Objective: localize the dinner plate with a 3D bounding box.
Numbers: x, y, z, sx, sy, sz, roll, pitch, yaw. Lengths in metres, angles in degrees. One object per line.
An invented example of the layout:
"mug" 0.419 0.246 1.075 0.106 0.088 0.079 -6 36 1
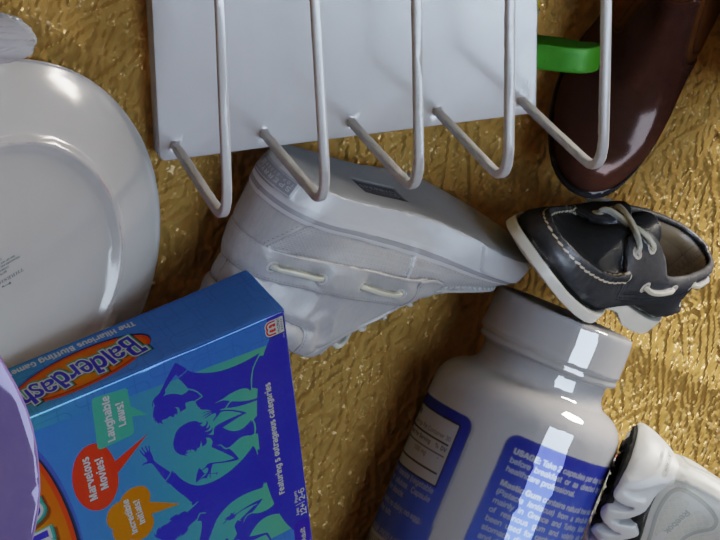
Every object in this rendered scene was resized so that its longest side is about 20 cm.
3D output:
"dinner plate" -0.173 -0.001 1.208 0.199 0.024 0.202 -16 116 -36

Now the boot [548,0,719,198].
"boot" 0.168 -0.138 1.330 0.068 0.200 0.189 35 80 1

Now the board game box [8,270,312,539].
"board game box" -0.125 0.105 1.246 0.199 0.045 0.153 -23 129 -21

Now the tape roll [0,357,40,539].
"tape roll" -0.243 0.085 1.094 0.198 0.085 0.202 -4 106 -16

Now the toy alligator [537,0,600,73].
"toy alligator" 0.027 -0.117 1.312 0.198 0.054 0.060 -2 110 -19

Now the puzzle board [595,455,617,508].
"puzzle board" 0.096 0.192 1.525 0.150 0.017 0.201 31 87 -44

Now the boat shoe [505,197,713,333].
"boat shoe" 0.143 -0.009 1.407 0.060 0.074 0.200 -37 156 17

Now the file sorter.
"file sorter" 0.008 -0.112 1.204 0.198 0.125 0.140 -8 115 -14

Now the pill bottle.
"pill bottle" 0.077 0.116 1.411 0.112 0.112 0.201 20 94 -44

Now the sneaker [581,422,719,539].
"sneaker" 0.162 0.168 1.460 0.200 0.081 0.075 107 5 -57

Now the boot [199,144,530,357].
"boot" 0.000 0.000 1.337 0.199 0.074 0.096 16 112 -43

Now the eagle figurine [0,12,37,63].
"eagle figurine" -0.247 -0.102 1.037 0.200 0.150 0.152 -52 144 -26
